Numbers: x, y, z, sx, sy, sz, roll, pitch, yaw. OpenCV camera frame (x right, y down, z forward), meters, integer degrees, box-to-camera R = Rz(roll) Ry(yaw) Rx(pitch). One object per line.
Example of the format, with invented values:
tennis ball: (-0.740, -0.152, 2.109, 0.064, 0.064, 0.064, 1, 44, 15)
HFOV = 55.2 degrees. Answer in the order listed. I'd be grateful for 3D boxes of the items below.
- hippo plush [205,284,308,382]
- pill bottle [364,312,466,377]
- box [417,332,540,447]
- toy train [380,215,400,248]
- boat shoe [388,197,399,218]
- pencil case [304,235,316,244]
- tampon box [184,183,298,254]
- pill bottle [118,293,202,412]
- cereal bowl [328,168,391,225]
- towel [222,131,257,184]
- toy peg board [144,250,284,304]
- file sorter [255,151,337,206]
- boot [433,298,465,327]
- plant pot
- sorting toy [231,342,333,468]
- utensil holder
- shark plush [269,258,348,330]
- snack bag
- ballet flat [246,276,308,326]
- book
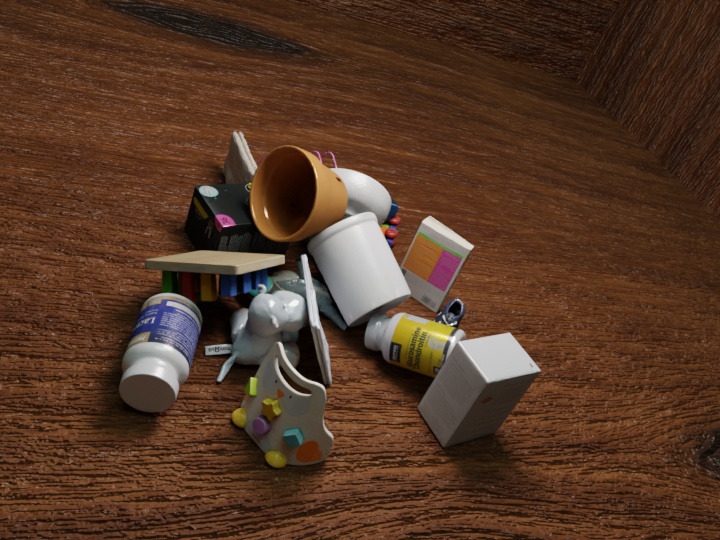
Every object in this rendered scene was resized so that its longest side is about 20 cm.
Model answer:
hippo plush: (-0.191, 0.094, 1.333, 0.199, 0.161, 0.160, -3, 43, -34)
pill bottle: (0.114, 0.154, 1.457, 0.199, 0.113, 0.112, 15, 30, 22)
box: (0.232, 0.237, 1.369, 0.152, 0.201, 0.106, -4, 43, -36)
toy train: (0.032, -0.075, 1.770, 0.115, 0.085, 0.200, 14, 35, 2)
boat shoe: (0.005, -0.178, 1.759, 0.199, 0.084, 0.069, 19, 31, -40)
pencil case: (-0.099, -0.079, 1.690, 0.089, 0.078, 0.200, -5, 44, -38)
tampon box: (-0.274, -0.108, 1.578, 0.199, 0.127, 0.150, -10, 48, -40)
pill bottle: (-0.351, 0.143, 1.212, 0.115, 0.116, 0.200, 16, 35, -13)
cereal bowl: (-0.033, -0.148, 1.618, 0.199, 0.200, 0.084, 20, 65, -6)
towel: (-0.304, -0.247, 1.737, 0.034, 0.133, 0.200, 0, 41, -29)
toy peg board: (-0.278, 0.022, 1.346, 0.198, 0.098, 0.200, 4, 8, 19)
file sorter: (-0.166, -0.226, 1.750, 0.199, 0.139, 0.126, -11, 82, -40)
boot: (0.180, 0.140, 1.561, 0.073, 0.091, 0.200, 28, 35, 5)
plant pot: (-0.122, -0.158, 1.487, 0.140, 0.200, 0.200, 3, 37, -52)
sorting toy: (-0.129, 0.222, 1.187, 0.200, 0.181, 0.107, 42, 38, 24)
utensil holder: (0.000, 0.000, 1.518, 0.169, 0.170, 0.201, -16, 74, -43)
shark plush: (-0.116, 0.069, 1.532, 0.200, 0.091, 0.083, 45, 55, -7)
snack bag: (-0.087, 0.098, 1.378, 0.021, 0.189, 0.201, -11, 45, -2)
ballet flat: (-0.189, 0.062, 1.466, 0.200, 0.063, 0.067, 31, 55, 27)
book: (0.172, -0.011, 1.657, 0.133, 0.201, 0.048, 34, 35, 13)
